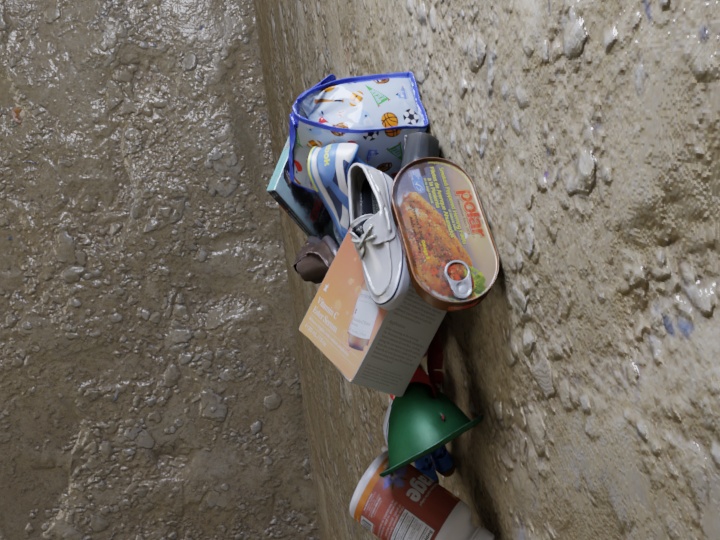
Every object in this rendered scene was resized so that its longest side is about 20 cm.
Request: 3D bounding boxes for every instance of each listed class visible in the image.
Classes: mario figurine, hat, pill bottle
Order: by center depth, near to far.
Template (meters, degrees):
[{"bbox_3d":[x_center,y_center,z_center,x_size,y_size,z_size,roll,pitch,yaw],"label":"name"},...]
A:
[{"bbox_3d":[0.065,0.166,1.068,0.179,0.163,0.199,63,-165,13],"label":"hat"},{"bbox_3d":[0.090,0.361,1.099,0.197,0.112,0.114,31,143,20],"label":"pill bottle"},{"bbox_3d":[0.084,0.237,1.209,0.124,0.103,0.205,-54,-50,-64],"label":"mario figurine"}]

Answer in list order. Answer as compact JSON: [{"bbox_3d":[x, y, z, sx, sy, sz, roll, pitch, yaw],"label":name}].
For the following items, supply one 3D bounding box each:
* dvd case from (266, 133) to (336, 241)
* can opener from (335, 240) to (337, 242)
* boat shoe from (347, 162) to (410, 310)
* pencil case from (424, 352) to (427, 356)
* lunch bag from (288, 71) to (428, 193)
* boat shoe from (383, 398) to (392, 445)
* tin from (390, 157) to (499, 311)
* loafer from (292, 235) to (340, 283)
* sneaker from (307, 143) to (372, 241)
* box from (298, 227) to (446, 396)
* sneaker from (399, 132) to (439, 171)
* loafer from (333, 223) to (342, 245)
[{"bbox_3d":[-0.074,-0.132,1.290,0.201,0.022,0.149,50,-131,-44],"label":"dvd case"},{"bbox_3d":[0.000,0.000,1.253,0.067,0.053,0.203,48,-160,-38],"label":"can opener"},{"bbox_3d":[0.017,-0.049,0.977,0.071,0.065,0.205,-24,57,36],"label":"boat shoe"},{"bbox_3d":[0.063,0.038,1.202,0.088,0.085,0.206,111,154,-67],"label":"pencil case"},{"bbox_3d":[-0.014,-0.205,1.162,0.171,0.194,0.127,101,156,-60],"label":"lunch bag"},{"bbox_3d":[0.080,0.265,1.359,0.062,0.070,0.205,-119,26,-63],"label":"boat shoe"},{"bbox_3d":[0.102,-0.046,0.941,0.042,0.109,0.205,83,173,-64],"label":"tin"},{"bbox_3d":[-0.058,-0.005,1.192,0.073,0.071,0.200,44,171,-13],"label":"loafer"},{"bbox_3d":[-0.001,-0.098,1.110,0.202,0.080,0.075,58,-149,-32],"label":"sneaker"},{"bbox_3d":[0.028,0.042,1.058,0.152,0.105,0.204,34,100,49],"label":"box"},{"bbox_3d":[0.084,-0.124,1.109,0.200,0.073,0.110,125,152,-80],"label":"sneaker"},{"bbox_3d":[-0.011,-0.091,1.251,0.063,0.070,0.204,64,-170,-55],"label":"loafer"}]
